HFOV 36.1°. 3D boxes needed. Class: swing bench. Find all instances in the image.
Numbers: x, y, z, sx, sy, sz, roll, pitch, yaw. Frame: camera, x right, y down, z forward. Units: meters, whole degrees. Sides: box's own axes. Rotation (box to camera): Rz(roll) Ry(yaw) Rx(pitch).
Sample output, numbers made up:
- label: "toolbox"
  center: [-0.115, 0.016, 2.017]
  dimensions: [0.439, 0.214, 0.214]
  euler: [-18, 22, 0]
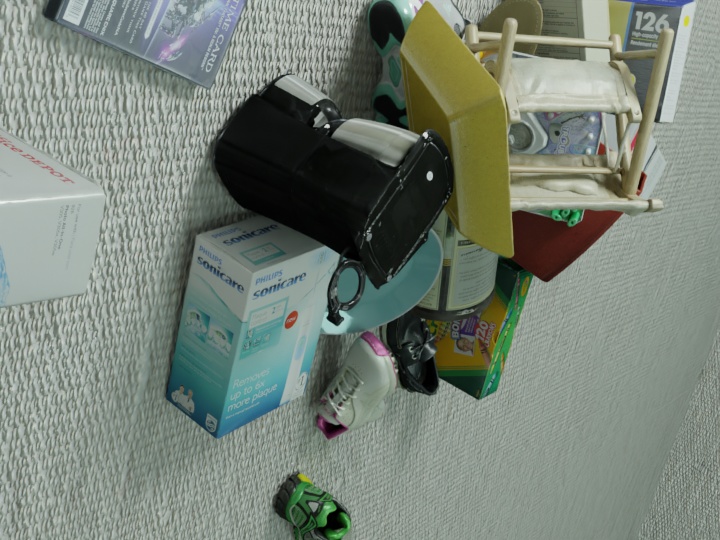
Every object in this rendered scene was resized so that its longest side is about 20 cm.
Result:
- label: "swing bench"
  center: [0.220, -0.164, 1.211]
  dimensions: [0.195, 0.130, 0.204]
  euler: [0, 98, -16]

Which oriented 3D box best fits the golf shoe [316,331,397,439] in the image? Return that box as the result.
- label: "golf shoe"
  center: [-0.008, 0.153, 1.398]
  dimensions: [0.091, 0.075, 0.201]
  euler: [-32, 154, -26]

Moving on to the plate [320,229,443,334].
- label: "plate"
  center: [0.000, 0.000, 1.282]
  dimensions: [0.197, 0.026, 0.202]
  euler: [-13, 140, -11]

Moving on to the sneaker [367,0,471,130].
- label: "sneaker"
  center: [0.079, -0.240, 1.244]
  dimensions: [0.140, 0.077, 0.202]
  euler: [-40, 144, -34]

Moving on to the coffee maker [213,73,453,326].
- label: "coffee maker"
  center: [-0.041, -0.081, 1.051]
  dimensions: [0.192, 0.198, 0.136]
  euler: [-40, 142, -36]

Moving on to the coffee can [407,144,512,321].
- label: "coffee can"
  center: [0.105, -0.062, 1.358]
  dimensions: [0.146, 0.145, 0.203]
  euler: [-34, 140, -41]

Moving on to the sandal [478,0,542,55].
- label: "sandal"
  center: [0.174, -0.253, 1.416]
  dimensions: [0.070, 0.077, 0.215]
  euler: [-45, 158, -66]

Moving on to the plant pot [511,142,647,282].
- label: "plant pot"
  center: [0.254, -0.103, 1.502]
  dimensions: [0.178, 0.198, 0.200]
  euler: [-57, 172, 18]

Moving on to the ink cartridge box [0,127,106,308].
- label: "ink cartridge box"
  center: [-0.292, -0.038, 0.733]
  dimensions: [0.199, 0.144, 0.089]
  euler: [-14, 126, -54]

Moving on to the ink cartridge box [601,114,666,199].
- label: "ink cartridge box"
  center: [0.371, -0.187, 1.691]
  dimensions: [0.084, 0.144, 0.200]
  euler: [-62, 151, -2]

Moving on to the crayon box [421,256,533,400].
- label: "crayon box"
  center: [0.162, 0.066, 1.583]
  dimensions: [0.058, 0.118, 0.203]
  euler: [-14, 124, -53]

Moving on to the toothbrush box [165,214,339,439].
- label: "toothbrush box"
  center: [-0.111, 0.051, 1.151]
  dimensions: [0.146, 0.085, 0.203]
  euler: [-21, 133, -50]

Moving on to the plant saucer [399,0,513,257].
- label: "plant saucer"
  center: [0.090, -0.138, 1.119]
  dimensions: [0.048, 0.201, 0.202]
  euler: [-17, 132, -9]

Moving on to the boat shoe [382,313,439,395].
- label: "boat shoe"
  center: [0.077, 0.108, 1.531]
  dimensions: [0.074, 0.066, 0.201]
  euler: [-42, 145, -31]

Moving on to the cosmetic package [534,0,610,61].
- label: "cosmetic package"
  center: [0.257, -0.315, 1.404]
  dimensions: [0.073, 0.102, 0.203]
  euler: [-37, 129, -41]

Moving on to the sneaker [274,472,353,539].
- label: "sneaker"
  center: [-0.048, 0.348, 1.501]
  dimensions: [0.079, 0.084, 0.200]
  euler: [-55, 151, -13]

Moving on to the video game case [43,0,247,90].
- label: "video game case"
  center: [-0.160, -0.243, 0.914]
  dimensions: [0.199, 0.019, 0.145]
  euler: [14, 101, -61]

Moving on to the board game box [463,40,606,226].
- label: "board game box"
  center: [0.195, -0.166, 1.368]
  dimensions: [0.026, 0.197, 0.203]
  euler: [-54, 155, -55]

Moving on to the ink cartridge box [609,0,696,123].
- label: "ink cartridge box"
  center: [0.336, -0.310, 1.460]
  dimensions: [0.047, 0.196, 0.204]
  euler: [-6, 108, -48]
